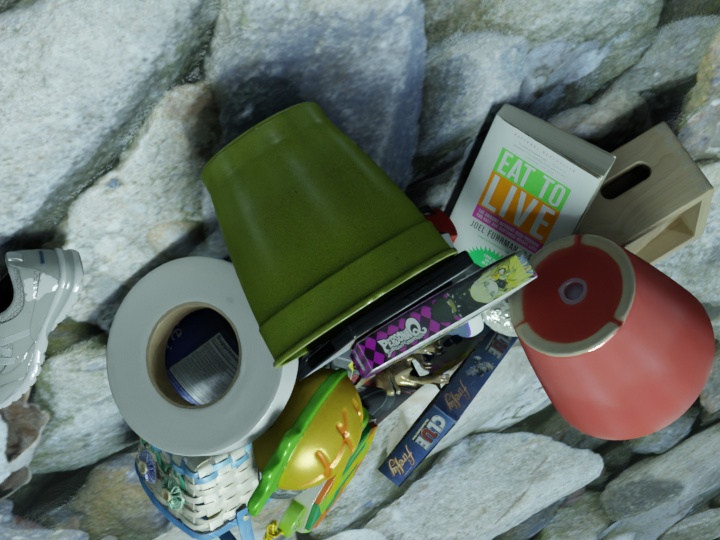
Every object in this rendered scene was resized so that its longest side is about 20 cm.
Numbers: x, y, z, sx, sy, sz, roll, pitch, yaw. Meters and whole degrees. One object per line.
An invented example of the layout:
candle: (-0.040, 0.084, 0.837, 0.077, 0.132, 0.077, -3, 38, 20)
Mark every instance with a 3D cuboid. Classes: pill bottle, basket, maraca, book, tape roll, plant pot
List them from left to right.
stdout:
tape roll: (-0.159, 0.085, 1.456, 0.203, 0.203, 0.037, -38, 162, 13)
basket: (-0.181, 0.239, 1.696, 0.139, 0.176, 0.200, -33, 138, -22)
pill bottle: (-0.152, 0.079, 1.540, 0.200, 0.112, 0.112, -37, 149, 9)
maraca: (-0.063, 0.173, 1.492, 0.200, 0.107, 0.137, -48, 163, -57)
plant pot: (-0.046, -0.043, 1.345, 0.200, 0.193, 0.200, -33, 176, -3)
book: (0.178, -0.074, 1.595, 0.048, 0.134, 0.200, -50, 167, -43)
plant pot: (0.259, 0.061, 1.567, 0.200, 0.201, 0.177, -37, 140, 10)

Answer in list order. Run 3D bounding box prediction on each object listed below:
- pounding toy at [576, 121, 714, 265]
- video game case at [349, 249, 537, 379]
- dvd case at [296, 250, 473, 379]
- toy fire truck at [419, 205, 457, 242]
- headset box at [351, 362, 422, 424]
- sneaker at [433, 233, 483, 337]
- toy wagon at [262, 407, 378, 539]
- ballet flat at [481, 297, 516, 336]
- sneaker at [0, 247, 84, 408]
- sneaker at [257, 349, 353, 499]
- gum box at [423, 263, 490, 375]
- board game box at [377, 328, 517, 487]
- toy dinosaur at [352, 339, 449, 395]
pounding toy: (0.283, -0.077, 1.694, 0.200, 0.142, 0.184, -31, 160, -2)
video game case: (0.077, 0.047, 1.441, 0.181, 0.036, 0.200, -29, 175, -6)
dvd case: (0.018, 0.046, 1.400, 0.143, 0.018, 0.200, -32, 176, -22)
toy fire truck: (0.000, 0.000, 1.618, 0.200, 0.049, 0.141, -9, 143, -34)
headset box: (-0.032, 0.149, 1.778, 0.200, 0.077, 0.149, -41, 147, 20)
sneaker: (0.049, 0.037, 1.601, 0.146, 0.081, 0.200, -22, 153, 1)
toy wagon: (-0.046, 0.252, 1.717, 0.200, 0.040, 0.155, -51, 166, -40)
ballet flat: (0.211, 0.048, 1.713, 0.072, 0.072, 0.200, -43, 151, 19)
sneaker: (-0.339, 0.049, 1.396, 0.082, 0.075, 0.200, 13, 123, -31)
sneaker: (-0.063, 0.159, 1.626, 0.074, 0.085, 0.200, 20, 97, -22)
gum box: (0.141, 0.036, 1.772, 0.200, 0.066, 0.114, -34, 148, 5)
board game box: (0.106, 0.153, 1.708, 0.200, 0.035, 0.136, -46, 173, -50)
toy dinosaur: (0.040, 0.108, 1.617, 0.101, 0.058, 0.200, -3, 177, -8)
